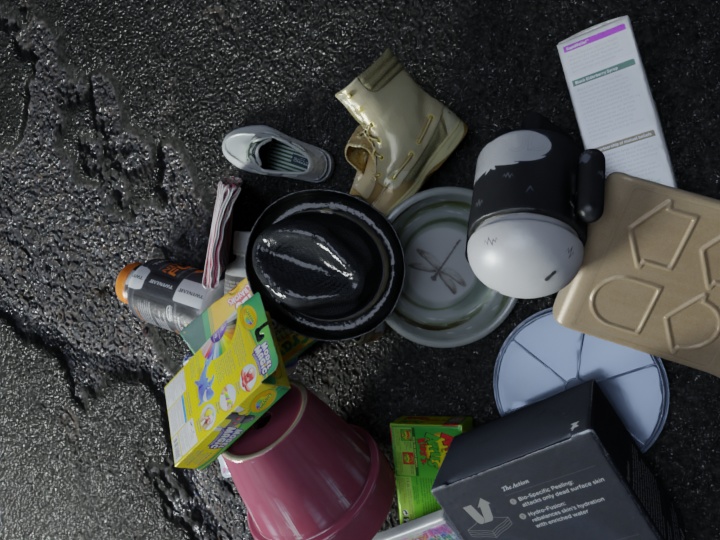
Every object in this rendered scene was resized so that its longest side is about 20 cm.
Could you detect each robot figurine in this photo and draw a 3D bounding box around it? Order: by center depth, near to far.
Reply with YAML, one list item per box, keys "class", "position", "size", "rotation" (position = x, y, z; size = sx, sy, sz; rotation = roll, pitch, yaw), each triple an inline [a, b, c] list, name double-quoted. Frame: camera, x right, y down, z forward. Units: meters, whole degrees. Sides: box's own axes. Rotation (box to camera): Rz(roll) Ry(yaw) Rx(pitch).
- class: "robot figurine"
  position: [0.182, -0.068, 0.684]
  size: [0.124, 0.150, 0.201]
  rotation: [8, 64, 8]

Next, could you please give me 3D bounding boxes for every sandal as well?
- class: "sandal"
  position: [0.011, -0.152, 0.857]
  size: [0.077, 0.070, 0.213]
  rotation: [17, 99, 26]

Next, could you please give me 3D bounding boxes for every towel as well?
- class: "towel"
  position: [-0.194, -0.060, 0.918]
  size: [0.030, 0.200, 0.147]
  rotation: [11, 98, -9]

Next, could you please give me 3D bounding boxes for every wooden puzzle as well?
- class: "wooden puzzle"
  position: [0.328, 0.004, 0.668]
  size: [0.199, 0.046, 0.186]
  rotation: [20, 121, 13]

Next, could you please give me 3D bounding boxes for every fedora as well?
- class: "fedora"
  position: [-0.052, -0.005, 0.729]
  size: [0.200, 0.092, 0.202]
  rotation: [1, 93, 14]

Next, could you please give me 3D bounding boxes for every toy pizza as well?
- class: "toy pizza"
  position: [0.260, 0.140, 0.760]
  size: [0.199, 0.032, 0.201]
  rotation: [1, 93, 26]

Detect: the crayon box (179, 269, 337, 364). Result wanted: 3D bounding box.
- class: "crayon box"
  position: [-0.121, 0.067, 0.827]
  size: [0.200, 0.058, 0.119]
  rotation: [-39, 83, 12]

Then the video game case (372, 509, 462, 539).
- class: "video game case"
  position: [0.091, 0.402, 0.809]
  size: [0.200, 0.024, 0.182]
  rotation: [-36, 95, 35]

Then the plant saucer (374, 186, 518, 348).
- class: "plant saucer"
  position: [0.105, -0.005, 0.798]
  size: [0.199, 0.050, 0.201]
  rotation: [-1, 99, -6]

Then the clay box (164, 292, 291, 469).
- class: "clay box"
  position: [-0.154, 0.130, 0.746]
  size: [0.200, 0.048, 0.115]
  rotation: [-44, 47, 23]

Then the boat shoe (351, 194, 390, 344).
- class: "boat shoe"
  position: [0.000, 0.000, 0.850]
  size: [0.074, 0.068, 0.201]
  rotation: [-8, 99, 29]

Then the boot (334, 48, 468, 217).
- class: "boot"
  position: [0.019, -0.158, 0.793]
  size: [0.155, 0.073, 0.200]
  rotation: [42, 89, -14]

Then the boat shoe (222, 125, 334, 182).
- class: "boat shoe"
  position: [-0.135, -0.177, 0.934]
  size: [0.199, 0.067, 0.074]
  rotation: [13, 97, 27]

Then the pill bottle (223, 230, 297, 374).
- class: "pill bottle"
  position: [-0.141, 0.045, 0.919]
  size: [0.113, 0.114, 0.201]
  rotation: [7, 95, 27]

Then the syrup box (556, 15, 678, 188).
- class: "syrup box"
  position: [0.288, -0.166, 0.707]
  size: [0.081, 0.079, 0.201]
  rotation: [-15, 85, 26]

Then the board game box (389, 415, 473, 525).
- class: "board game box"
  position: [0.103, 0.297, 0.837]
  size: [0.101, 0.048, 0.201]
  rotation: [-6, 89, 27]

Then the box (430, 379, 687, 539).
- class: "box"
  position: [0.221, 0.261, 0.705]
  size: [0.196, 0.117, 0.200]
  rotation: [-31, 94, 28]

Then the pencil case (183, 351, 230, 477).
- class: "pencil case"
  position: [-0.201, 0.211, 0.972]
  size: [0.091, 0.083, 0.201]
  rotation: [-29, 79, 47]

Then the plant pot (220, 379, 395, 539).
- class: "plant pot"
  position: [-0.080, 0.247, 0.811]
  size: [0.199, 0.200, 0.179]
  rotation: [-14, 122, 27]

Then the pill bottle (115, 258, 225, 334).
- class: "pill bottle"
  position: [-0.292, 0.042, 1.002]
  size: [0.199, 0.106, 0.107]
  rotation: [14, 98, 26]
